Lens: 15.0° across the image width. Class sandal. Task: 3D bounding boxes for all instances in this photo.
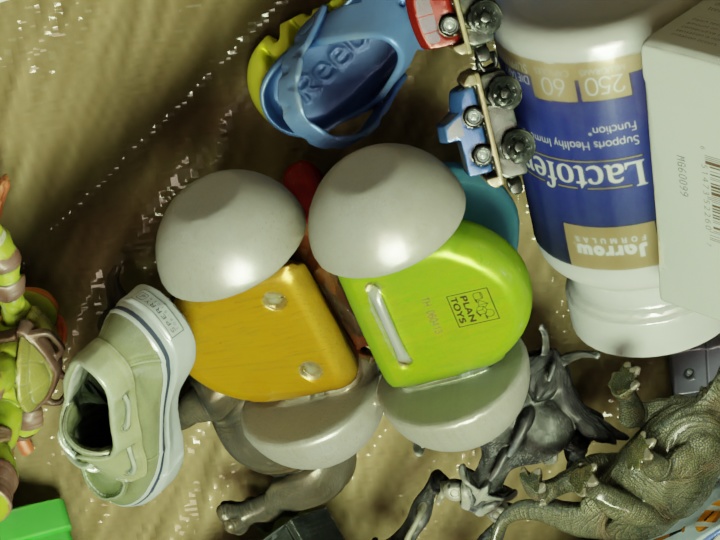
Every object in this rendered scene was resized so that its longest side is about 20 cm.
[{"bbox_3d":[0.019,-0.132,1.417,0.079,0.087,0.200,33,112,-17],"label":"sandal"}]

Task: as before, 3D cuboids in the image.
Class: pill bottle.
[{"bbox_3d":[0.141,-0.062,1.443,0.115,0.116,0.201,-11,120,5],"label":"pill bottle"}]

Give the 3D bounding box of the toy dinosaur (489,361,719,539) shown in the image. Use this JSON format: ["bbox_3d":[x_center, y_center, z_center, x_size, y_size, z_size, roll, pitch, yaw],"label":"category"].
[{"bbox_3d":[0.152,0.111,1.459,0.102,0.077,0.200,26,116,-37],"label":"toy dinosaur"}]

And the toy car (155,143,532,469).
[{"bbox_3d":[0.000,0.000,1.449,0.199,0.150,0.176,-9,126,23],"label":"toy car"}]

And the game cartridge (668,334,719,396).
[{"bbox_3d":[0.249,0.117,1.599,0.129,0.038,0.201,-4,120,6],"label":"game cartridge"}]

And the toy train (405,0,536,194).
[{"bbox_3d":[0.045,-0.132,1.364,0.046,0.034,0.201,-16,100,-4],"label":"toy train"}]

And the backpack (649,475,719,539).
[{"bbox_3d":[0.222,0.189,1.537,0.199,0.155,0.191,23,126,-21],"label":"backpack"}]

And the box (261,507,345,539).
[{"bbox_3d":[-0.047,0.270,1.592,0.200,0.047,0.194,-38,78,31],"label":"box"}]

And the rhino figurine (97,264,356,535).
[{"bbox_3d":[-0.078,0.067,1.544,0.087,0.060,0.200,-30,115,19],"label":"rhino figurine"}]

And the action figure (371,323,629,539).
[{"bbox_3d":[0.074,0.098,1.545,0.118,0.102,0.201,23,119,-10],"label":"action figure"}]

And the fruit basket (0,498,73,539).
[{"bbox_3d":[-0.260,0.168,1.546,0.215,0.216,0.156,35,117,-20],"label":"fruit basket"}]

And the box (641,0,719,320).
[{"bbox_3d":[0.246,-0.078,1.381,0.106,0.200,0.153,19,129,39],"label":"box"}]

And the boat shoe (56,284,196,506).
[{"bbox_3d":[-0.136,0.076,1.471,0.062,0.072,0.200,-35,160,-26],"label":"boat shoe"}]

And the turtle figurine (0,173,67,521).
[{"bbox_3d":[-0.191,0.064,1.486,0.064,0.162,0.201,9,129,5],"label":"turtle figurine"}]

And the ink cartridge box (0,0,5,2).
[{"bbox_3d":[-0.183,-0.243,1.346,0.145,0.084,0.201,-13,120,6],"label":"ink cartridge box"}]
